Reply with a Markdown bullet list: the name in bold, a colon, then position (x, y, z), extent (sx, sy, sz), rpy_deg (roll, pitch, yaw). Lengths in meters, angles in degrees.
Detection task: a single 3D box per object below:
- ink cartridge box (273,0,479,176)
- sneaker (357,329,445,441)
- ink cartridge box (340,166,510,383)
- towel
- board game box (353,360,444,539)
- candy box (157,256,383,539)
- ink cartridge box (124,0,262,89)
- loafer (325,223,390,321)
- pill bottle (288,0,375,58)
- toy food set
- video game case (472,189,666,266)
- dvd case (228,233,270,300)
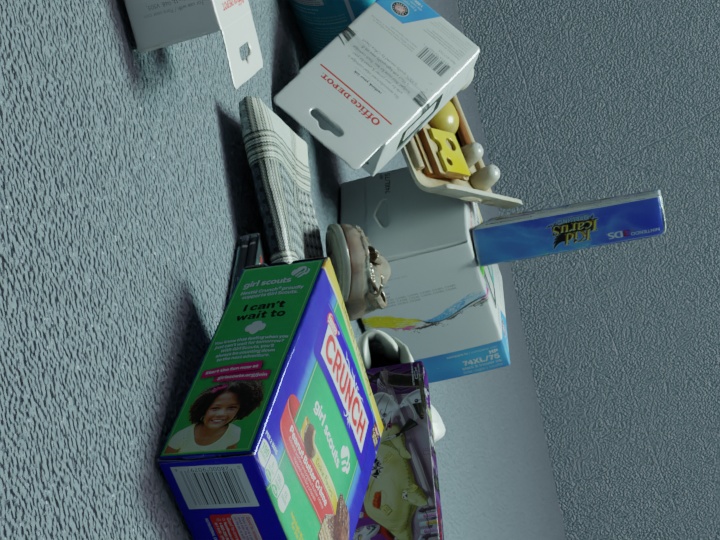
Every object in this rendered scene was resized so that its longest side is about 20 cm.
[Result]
- **ink cartridge box**: position (0.012, -0.180, 1.551), extent (0.116, 0.200, 0.068), rpy_deg (40, -26, 9)
- **sneaker**: position (0.020, 0.094, 1.444), extent (0.200, 0.077, 0.100), rpy_deg (-148, -141, -67)
- **ink cartridge box**: position (0.072, 0.004, 1.737), extent (0.147, 0.145, 0.201), rpy_deg (-91, 164, -45)
- **towel**: position (-0.055, -0.038, 1.362), extent (0.200, 0.034, 0.194), rpy_deg (52, 25, -77)
- **board game box**: position (0.005, 0.176, 1.287), extent (0.032, 0.119, 0.201), rpy_deg (61, 20, -55)
- **candy box**: position (-0.054, 0.119, 1.082), extent (0.201, 0.076, 0.170), rpy_deg (-73, 151, -49)
- **ink cartridge box**: position (-0.134, -0.229, 1.121), extent (0.117, 0.067, 0.202), rpy_deg (-66, 142, -73)
- **loafer**: position (0.000, 0.000, 1.458), extent (0.200, 0.062, 0.073), rpy_deg (103, -24, -72)
- **pill bottle**: position (-0.018, -0.285, 1.667), extent (0.201, 0.110, 0.111), rpy_deg (68, 15, -48)
- **toy food set**: position (0.095, -0.161, 1.653), extent (0.143, 0.060, 0.201), rpy_deg (7, 56, -51)
- **video game case**: position (0.231, -0.047, 1.691), extent (0.181, 0.198, 0.046), rpy_deg (-29, 109, -78)
- **dvd case**: position (-0.075, 0.086, 1.229), extent (0.201, 0.022, 0.147), rpy_deg (-85, 161, -52)
